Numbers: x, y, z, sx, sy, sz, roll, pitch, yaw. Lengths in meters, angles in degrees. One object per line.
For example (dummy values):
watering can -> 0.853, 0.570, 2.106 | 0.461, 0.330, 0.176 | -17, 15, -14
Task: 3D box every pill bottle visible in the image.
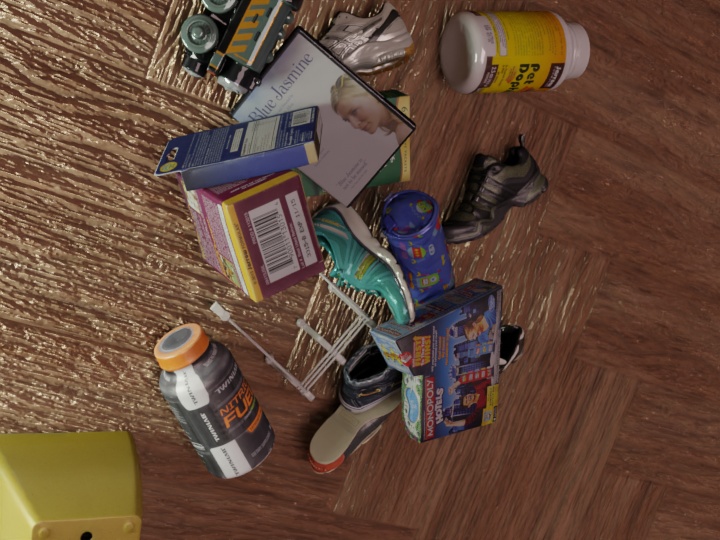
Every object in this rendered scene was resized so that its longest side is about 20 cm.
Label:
pill bottle -> 0.216, -0.303, 1.575 | 0.197, 0.109, 0.111 | -7, 109, -26
pill bottle -> -0.199, 0.169, 1.508 | 0.105, 0.106, 0.202 | -33, 119, -14

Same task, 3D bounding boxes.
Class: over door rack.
over door rack -> -0.092, 0.058, 1.558 | 0.200, 0.066, 0.148 | 45, 81, -20

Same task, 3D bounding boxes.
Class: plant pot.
plant pot -> -0.369, 0.333, 1.429 | 0.197, 0.176, 0.203 | 3, 105, -28

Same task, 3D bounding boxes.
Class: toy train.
toy train -> -0.138, -0.315, 1.379 | 0.113, 0.085, 0.202 | 27, 93, -3

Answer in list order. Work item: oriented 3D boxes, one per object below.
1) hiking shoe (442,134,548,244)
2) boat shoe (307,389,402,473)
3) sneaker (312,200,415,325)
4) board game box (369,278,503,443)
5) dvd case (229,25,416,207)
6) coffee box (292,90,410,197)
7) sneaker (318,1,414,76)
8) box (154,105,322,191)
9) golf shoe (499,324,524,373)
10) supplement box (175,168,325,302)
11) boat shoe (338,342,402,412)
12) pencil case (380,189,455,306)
hiking shoe -> 0.174, -0.115, 1.646 | 0.199, 0.075, 0.102 | -34, 105, -20
boat shoe -> -0.002, 0.215, 1.654 | 0.200, 0.071, 0.063 | -45, 159, -24
sneaker -> 0.000, 0.000, 1.535 | 0.079, 0.200, 0.078 | -36, 164, -18
board game box -> 0.104, 0.125, 1.576 | 0.197, 0.061, 0.204 | -8, 105, -36
dvd case -> -0.047, -0.192, 1.443 | 0.199, 0.018, 0.143 | 37, 109, -16
coffee box -> -0.026, -0.170, 1.526 | 0.197, 0.044, 0.125 | -9, 110, -25
sneaker -> -0.032, -0.288, 1.480 | 0.197, 0.076, 0.089 | -19, 85, -12
box -> -0.145, -0.147, 1.384 | 0.196, 0.122, 0.033 | -10, 118, 6
golf shoe -> 0.166, 0.144, 1.693 | 0.200, 0.095, 0.078 | -41, 79, -17
supplement box -> -0.138, -0.063, 1.409 | 0.102, 0.200, 0.133 | -25, 117, -19
boat shoe -> 0.057, 0.125, 1.622 | 0.199, 0.071, 0.091 | -33, 157, -22
pencil case -> 0.079, -0.026, 1.568 | 0.086, 0.079, 0.201 | -22, 144, -1
